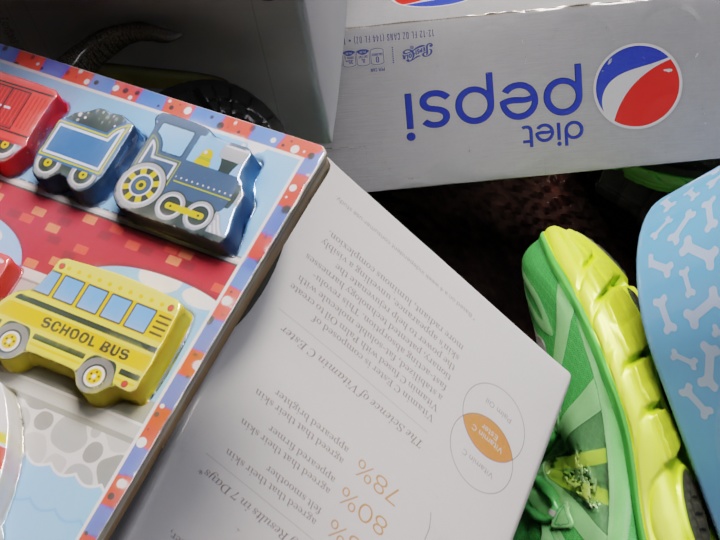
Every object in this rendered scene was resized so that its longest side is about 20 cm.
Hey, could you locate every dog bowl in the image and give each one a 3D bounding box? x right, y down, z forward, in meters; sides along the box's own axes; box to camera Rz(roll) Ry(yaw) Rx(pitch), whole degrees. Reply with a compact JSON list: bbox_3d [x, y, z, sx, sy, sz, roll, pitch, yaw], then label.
[{"bbox_3d":[0.157,0.053,0.822,0.111,0.049,0.201,-34,106,-57],"label":"dog bowl"}]

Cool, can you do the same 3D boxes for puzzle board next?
[{"bbox_3d":[-0.126,-0.001,0.642,0.199,0.017,0.151,19,67,29],"label":"puzzle board"}]

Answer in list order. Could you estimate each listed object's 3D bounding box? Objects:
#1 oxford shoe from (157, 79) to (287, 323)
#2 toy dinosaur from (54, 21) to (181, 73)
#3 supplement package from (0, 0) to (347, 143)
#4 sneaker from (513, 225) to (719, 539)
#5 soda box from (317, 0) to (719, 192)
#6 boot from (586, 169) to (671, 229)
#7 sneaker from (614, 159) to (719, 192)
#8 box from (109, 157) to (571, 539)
[{"bbox_3d":[-0.089,0.022,0.691,0.073,0.084,0.200,39,62,-9],"label":"oxford shoe"},{"bbox_3d":[-0.138,-0.017,0.720,0.102,0.199,0.077,-16,89,-62],"label":"toy dinosaur"},{"bbox_3d":[-0.060,-0.148,0.737,0.110,0.200,0.157,4,75,5],"label":"supplement package"},{"bbox_3d":[0.083,0.078,0.825,0.074,0.083,0.201,27,48,-61],"label":"sneaker"},{"bbox_3d":[0.065,-0.077,0.864,0.199,0.069,0.063,-6,23,0],"label":"soda box"},{"bbox_3d":[0.139,-0.003,0.951,0.131,0.068,0.200,43,47,20],"label":"boot"},{"bbox_3d":[0.113,-0.099,0.946,0.200,0.084,0.077,36,50,25],"label":"sneaker"},{"bbox_3d":[-0.029,0.084,0.740,0.124,0.097,0.200,41,47,-17],"label":"box"}]
